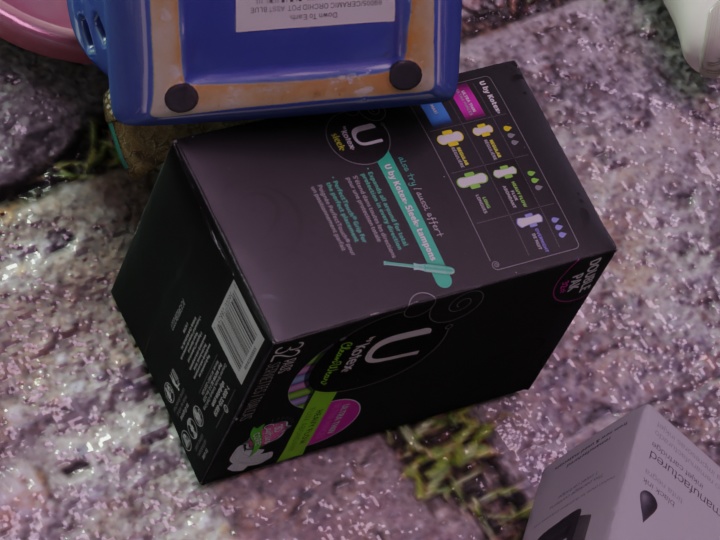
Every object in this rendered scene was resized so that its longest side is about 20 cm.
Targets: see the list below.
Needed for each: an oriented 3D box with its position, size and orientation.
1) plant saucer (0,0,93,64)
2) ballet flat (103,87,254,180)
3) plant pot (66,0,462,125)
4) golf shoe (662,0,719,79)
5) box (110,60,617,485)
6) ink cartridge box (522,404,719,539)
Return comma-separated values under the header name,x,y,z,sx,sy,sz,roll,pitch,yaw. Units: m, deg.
name,x,y,z,sx,sy,sz,roll,pitch,yaw
plant saucer,-0.155,-0.191,1.633,0.200,0.051,0.201,10,56,-15
ballet flat,-0.041,-0.074,1.606,0.199,0.070,0.066,-2,88,-18
plant pot,-0.044,-0.179,1.463,0.199,0.201,0.180,-5,30,-9
golf shoe,0.170,-0.192,1.753,0.097,0.078,0.201,-4,55,-3
box,0.000,0.000,1.513,0.199,0.149,0.125,-15,65,-27
ink cartridge box,0.143,0.188,1.443,0.145,0.083,0.200,41,38,-16
